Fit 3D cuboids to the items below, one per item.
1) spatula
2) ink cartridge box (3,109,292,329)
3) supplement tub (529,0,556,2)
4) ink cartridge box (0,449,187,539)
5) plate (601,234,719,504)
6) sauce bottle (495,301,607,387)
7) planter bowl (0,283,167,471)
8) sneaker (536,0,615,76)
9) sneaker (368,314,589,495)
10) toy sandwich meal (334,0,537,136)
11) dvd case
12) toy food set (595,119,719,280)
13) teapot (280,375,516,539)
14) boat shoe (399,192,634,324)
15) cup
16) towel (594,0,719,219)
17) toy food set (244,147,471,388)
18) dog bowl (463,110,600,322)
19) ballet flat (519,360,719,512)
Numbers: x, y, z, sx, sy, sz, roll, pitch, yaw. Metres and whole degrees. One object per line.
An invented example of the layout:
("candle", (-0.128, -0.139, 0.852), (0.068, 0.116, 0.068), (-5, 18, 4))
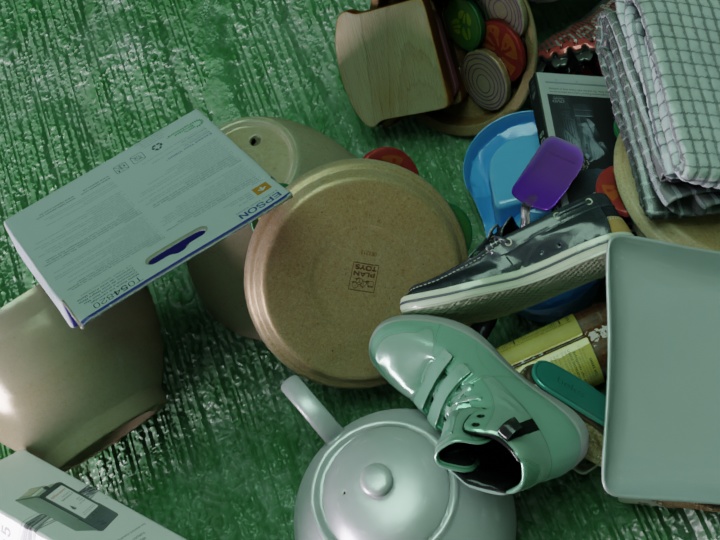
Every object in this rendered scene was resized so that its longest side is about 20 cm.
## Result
("spatula", (0.131, -0.017, 1.342), (0.056, 0.020, 0.202), (28, 98, 49))
("ink cartridge box", (-0.170, -0.036, 1.288), (0.198, 0.041, 0.200), (-31, 36, -13))
("supplement tub", (0.138, -0.327, 1.484), (0.199, 0.145, 0.145), (18, 68, 42))
("ink cartridge box", (-0.237, 0.259, 1.306), (0.199, 0.147, 0.084), (23, 27, 26))
("plate", (0.272, 0.084, 1.246), (0.197, 0.032, 0.202), (8, 77, -20))
("sauce bottle", (0.186, 0.068, 1.331), (0.198, 0.066, 0.066), (-23, 59, 4))
("planter bowl", (-0.251, 0.092, 1.396), (0.199, 0.200, 0.135), (-34, 86, -2))
("sneaker", (0.236, -0.220, 1.465), (0.198, 0.071, 0.099), (-19, 52, 11))
("sneaker", (0.069, 0.099, 1.224), (0.199, 0.118, 0.074), (30, 113, 25))
("toy sandwich meal", (0.066, -0.207, 1.451), (0.204, 0.207, 0.070), (26, 35, 27))
("dvd case", (0.231, -0.081, 1.380), (0.149, 0.025, 0.202), (2, 59, -15))
("toy food set", (0.297, -0.068, 1.344), (0.197, 0.049, 0.201), (-22, 67, -28))
("teapot", (0.025, 0.186, 1.270), (0.198, 0.146, 0.199), (-1, 62, 18))
("boat shoe", (0.123, -0.007, 1.290), (0.198, 0.075, 0.063), (-21, 67, 14))
("cup", (-0.082, -0.058, 1.434), (0.198, 0.144, 0.202), (-7, 61, 13))
("towel", (0.290, -0.133, 1.303), (0.164, 0.086, 0.202), (2, 61, -24))
("toy food set", (0.000, 0.000, 1.342), (0.198, 0.049, 0.200), (-7, 102, -9))
("dog bowl", (0.156, -0.044, 1.408), (0.110, 0.050, 0.202), (-14, 59, 10))
("ballet flat", (0.207, 0.145, 1.280), (0.199, 0.066, 0.071), (33, 34, 9))
